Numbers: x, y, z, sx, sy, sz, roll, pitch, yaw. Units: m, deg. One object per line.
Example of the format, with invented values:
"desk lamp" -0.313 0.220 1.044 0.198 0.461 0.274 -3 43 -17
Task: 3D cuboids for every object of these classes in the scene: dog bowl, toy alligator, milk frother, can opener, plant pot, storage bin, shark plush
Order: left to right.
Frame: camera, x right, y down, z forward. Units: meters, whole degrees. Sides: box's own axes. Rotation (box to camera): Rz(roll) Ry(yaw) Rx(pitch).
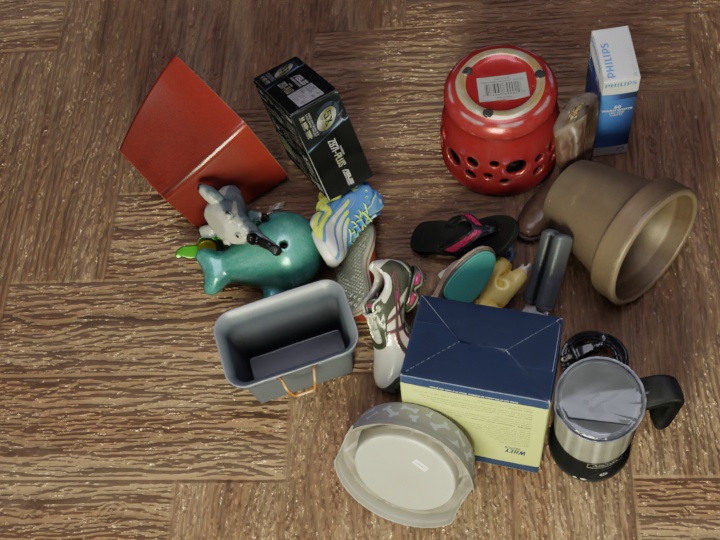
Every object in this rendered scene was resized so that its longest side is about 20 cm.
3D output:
"plant pot" -0.272 -0.194 1.652 0.176 0.200 0.200 -44 65 -3
"toy alligator" -0.204 -0.049 1.642 0.199 0.059 0.054 -25 105 -8
"shark plush" -0.180 -0.084 1.535 0.083 0.091 0.200 -17 26 -32
"storage bin" -0.096 0.125 1.489 0.199 0.134 0.146 -19 62 -1
"dog bowl" 0.066 0.263 1.369 0.199 0.201 0.059 12 40 14
"plant pot" 0.225 -0.250 1.611 0.200 0.183 0.201 -3 60 6
"can opener" 0.254 0.037 1.476 0.053 0.067 0.201 31 111 54
"milk frother" 0.323 0.160 1.382 0.180 0.188 0.200 -30 63 -8
"plant pot" 0.375 -0.076 1.501 0.200 0.200 0.175 -41 56 -13

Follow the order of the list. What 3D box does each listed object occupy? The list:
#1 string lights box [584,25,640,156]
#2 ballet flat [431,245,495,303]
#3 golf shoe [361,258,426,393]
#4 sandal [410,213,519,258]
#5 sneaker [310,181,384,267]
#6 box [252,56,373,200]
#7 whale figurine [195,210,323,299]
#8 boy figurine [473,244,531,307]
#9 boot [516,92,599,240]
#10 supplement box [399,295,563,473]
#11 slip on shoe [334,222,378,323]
"string lights box" 0.395 -0.280 1.590 0.059 0.200 0.103 -7 63 4
"ballet flat" 0.130 0.040 1.503 0.200 0.068 0.067 -58 29 11
"golf shoe" 0.035 0.081 1.497 0.077 0.088 0.201 -5 74 54
"sandal" 0.152 -0.055 1.547 0.200 0.045 0.075 0 63 40
"sneaker" -0.018 -0.087 1.576 0.105 0.076 0.200 -22 34 15
"box" -0.078 -0.231 1.611 0.086 0.164 0.200 -30 34 -8
"whale figurine" -0.156 -0.022 1.571 0.199 0.104 0.160 -12 81 -8
"boy figurine" 0.204 0.015 1.536 0.124 0.064 0.201 -10 61 32
"boot" 0.302 -0.160 1.540 0.064 0.200 0.187 33 71 22
"supplement box" 0.167 0.159 1.386 0.199 0.200 0.135 9 54 12
"slip on shoe" 0.000 0.000 1.585 0.074 0.061 0.200 -21 47 21
